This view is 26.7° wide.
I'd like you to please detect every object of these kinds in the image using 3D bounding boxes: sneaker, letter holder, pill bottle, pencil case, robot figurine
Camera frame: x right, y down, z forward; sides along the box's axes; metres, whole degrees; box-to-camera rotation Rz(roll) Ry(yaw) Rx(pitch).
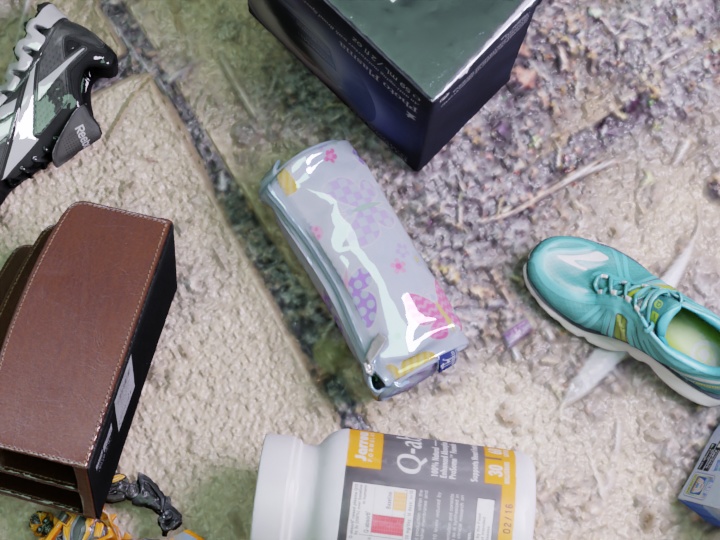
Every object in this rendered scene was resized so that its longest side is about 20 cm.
[{"bbox_3d":[0.218,0.028,1.157,0.199,0.080,0.078,29,78,12],"label":"sneaker"},{"bbox_3d":[-0.229,0.055,1.101,0.141,0.101,0.201,14,61,3],"label":"letter holder"},{"bbox_3d":[0.022,0.178,1.104,0.198,0.116,0.118,8,78,-1],"label":"pill bottle"},{"bbox_3d":[0.000,0.000,1.155,0.090,0.083,0.201,-23,78,-29],"label":"pencil case"},{"bbox_3d":[-0.162,0.237,1.113,0.199,0.058,0.146,34,78,4],"label":"robot figurine"},{"bbox_3d":[-0.251,-0.107,1.177,0.090,0.067,0.201,24,76,5],"label":"sneaker"}]

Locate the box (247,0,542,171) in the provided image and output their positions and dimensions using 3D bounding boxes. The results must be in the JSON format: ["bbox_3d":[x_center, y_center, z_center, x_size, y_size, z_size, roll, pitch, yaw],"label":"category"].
[{"bbox_3d":[0.017,-0.201,1.139,0.200,0.198,0.123,44,82,7],"label":"box"}]

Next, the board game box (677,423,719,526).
[{"bbox_3d":[0.340,0.103,1.088,0.043,0.199,0.201,35,79,-14],"label":"board game box"}]
